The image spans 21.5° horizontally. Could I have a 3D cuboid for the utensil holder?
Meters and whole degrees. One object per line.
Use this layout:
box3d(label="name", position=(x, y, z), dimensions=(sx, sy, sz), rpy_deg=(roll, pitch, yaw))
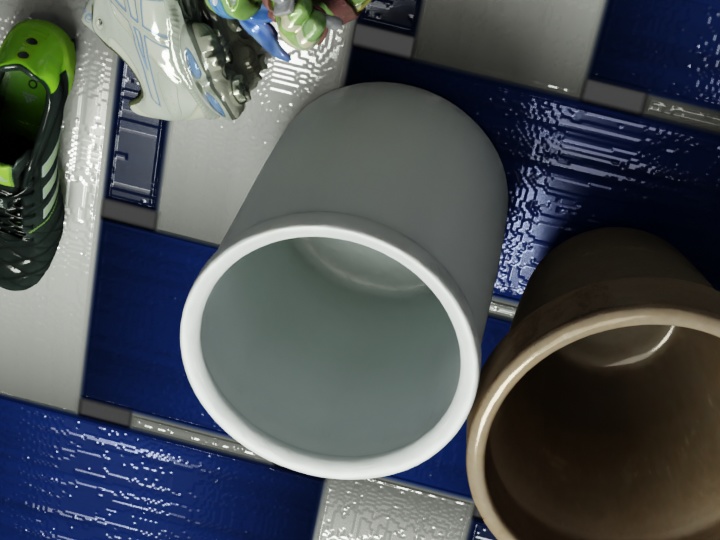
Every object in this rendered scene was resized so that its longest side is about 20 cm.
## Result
box3d(label="utensil holder", position=(0.000, 0.000, 1.134), dimensions=(0.169, 0.200, 0.170), rpy_deg=(5, 120, 9))

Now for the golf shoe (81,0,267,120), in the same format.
box3d(label="golf shoe", position=(-0.137, -0.174, 1.139), dimensions=(0.097, 0.078, 0.200), rpy_deg=(-10, 116, 25))

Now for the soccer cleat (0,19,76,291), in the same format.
box3d(label="soccer cleat", position=(-0.224, -0.065, 1.216), dimensions=(0.067, 0.081, 0.200), rpy_deg=(15, 122, 3))

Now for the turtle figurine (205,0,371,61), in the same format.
box3d(label="turtle figurine", position=(-0.010, -0.197, 1.049), dimensions=(0.193, 0.144, 0.200), rpy_deg=(-11, 129, 10))

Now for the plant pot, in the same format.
box3d(label="plant pot", position=(0.157, 0.063, 1.141), dimensions=(0.200, 0.175, 0.201), rpy_deg=(0, 122, -1))
